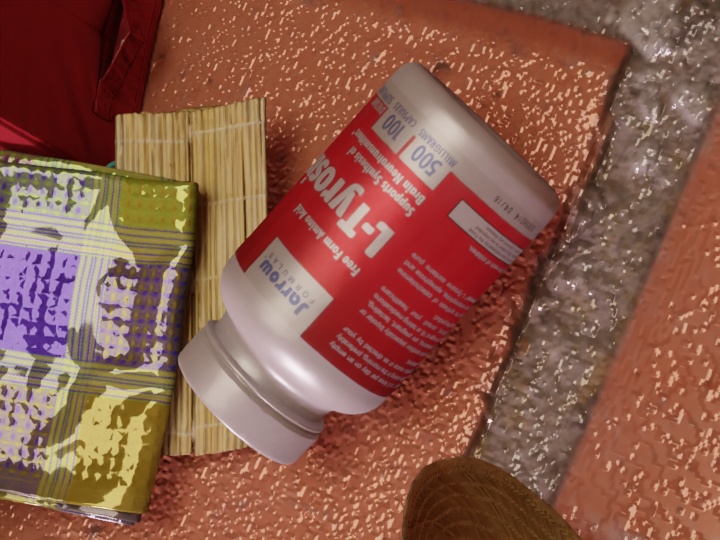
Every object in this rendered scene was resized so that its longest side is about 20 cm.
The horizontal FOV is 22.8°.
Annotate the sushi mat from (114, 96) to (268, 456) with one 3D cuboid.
[{"bbox_3d":[-0.096,0.004,1.014,0.095,0.012,0.202,-3,82,14],"label":"sushi mat"}]

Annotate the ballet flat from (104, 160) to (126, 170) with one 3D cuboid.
[{"bbox_3d":[-0.183,0.020,1.061,0.200,0.067,0.062,-48,71,9],"label":"ballet flat"}]

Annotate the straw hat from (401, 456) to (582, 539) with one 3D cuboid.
[{"bbox_3d":[0.055,0.192,0.800,0.085,0.200,0.202,-37,59,27],"label":"straw hat"}]

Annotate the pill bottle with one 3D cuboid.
[{"bbox_3d":[0.000,0.000,0.932,0.200,0.112,0.112,-48,57,7],"label":"pill bottle"}]

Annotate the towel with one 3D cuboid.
[{"bbox_3d":[-0.169,0.038,1.011,0.142,0.023,0.202,10,86,16],"label":"towel"}]

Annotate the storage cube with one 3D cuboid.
[{"bbox_3d":[-0.246,-0.157,1.086,0.198,0.179,0.173,1,74,31],"label":"storage cube"}]
